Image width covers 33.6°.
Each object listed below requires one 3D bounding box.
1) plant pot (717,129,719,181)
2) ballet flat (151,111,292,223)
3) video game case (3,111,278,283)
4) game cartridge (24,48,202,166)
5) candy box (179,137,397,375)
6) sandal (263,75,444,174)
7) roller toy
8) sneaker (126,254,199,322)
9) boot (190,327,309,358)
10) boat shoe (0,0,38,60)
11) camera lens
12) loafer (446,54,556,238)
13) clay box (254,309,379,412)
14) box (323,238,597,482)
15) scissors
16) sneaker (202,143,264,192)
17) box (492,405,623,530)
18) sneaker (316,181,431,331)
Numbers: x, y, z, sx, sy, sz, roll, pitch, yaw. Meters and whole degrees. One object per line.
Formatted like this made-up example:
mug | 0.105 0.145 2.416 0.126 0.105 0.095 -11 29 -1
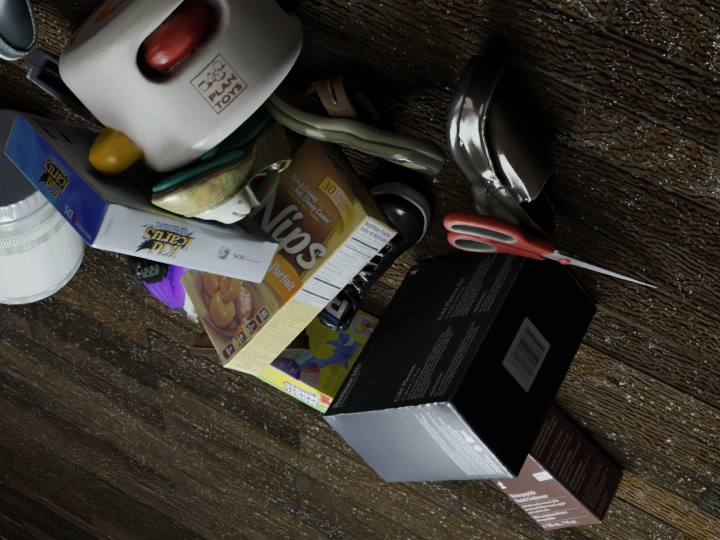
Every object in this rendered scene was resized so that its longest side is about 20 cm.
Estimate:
plant pot | 0.299 -0.097 0.724 0.185 0.188 0.200 31 163 5
ballet flat | -0.110 -0.078 1.024 0.069 0.200 0.072 8 116 17
video game case | -0.197 -0.065 1.063 0.180 0.046 0.200 12 -160 -43
game cartridge | -0.232 -0.156 1.150 0.132 0.041 0.199 27 -176 -42
candy box | -0.071 -0.013 1.115 0.055 0.200 0.116 21 -152 -52
sandal | -0.003 -0.134 1.030 0.199 0.058 0.079 23 -170 35
roller toy | -0.145 -0.178 0.989 0.181 0.201 0.140 -23 120 40
sneaker | -0.202 -0.003 1.256 0.098 0.070 0.200 28 161 -1
boot | -0.115 0.054 1.228 0.073 0.077 0.199 0 171 -35
boat shoe | -0.365 -0.291 1.154 0.060 0.076 0.201 13 144 39
camera lens | -0.415 -0.070 1.414 0.158 0.161 0.201 26 148 12
loafer | 0.124 -0.096 0.973 0.070 0.074 0.201 11 151 26
clay box | -0.036 0.092 1.322 0.198 0.116 0.048 26 149 15
box | 0.093 0.085 1.112 0.104 0.201 0.181 47 147 -22
scissors | 0.164 -0.015 1.008 0.197 0.014 0.073 14 161 1
sneaker | -0.124 -0.058 1.241 0.120 0.084 0.201 36 149 15
box | 0.180 0.192 1.298 0.200 0.075 0.100 44 148 -12
sneaker | 0.000 0.000 1.162 0.072 0.113 0.200 29 152 -11
